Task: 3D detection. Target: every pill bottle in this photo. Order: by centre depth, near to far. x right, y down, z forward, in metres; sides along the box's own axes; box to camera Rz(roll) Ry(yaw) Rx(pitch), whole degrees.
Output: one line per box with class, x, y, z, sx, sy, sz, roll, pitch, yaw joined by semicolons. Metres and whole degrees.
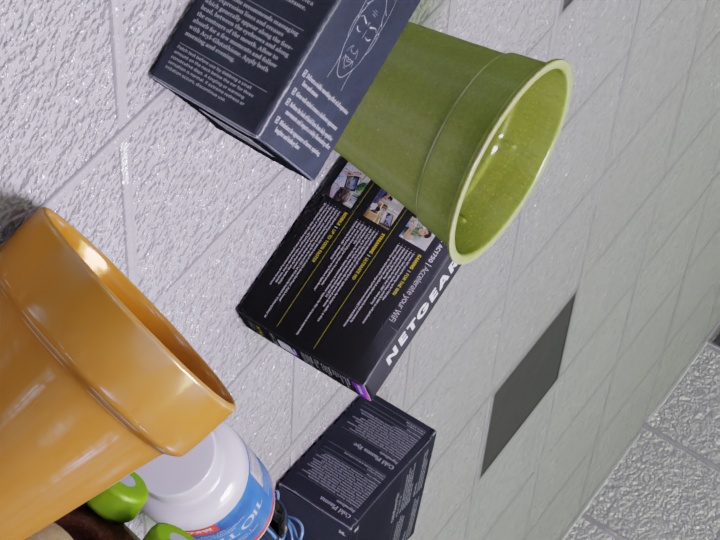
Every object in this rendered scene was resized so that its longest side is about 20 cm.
pill bottle;-0.151;0.192;1.917;0.112;0.112;0.200;-56;161;-10

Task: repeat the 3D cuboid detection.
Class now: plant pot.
plant pot;-0.222;0.089;1.482;0.183;0.200;0.200;-44;161;-1
plant pot;0.057;-0.138;1.837;0.200;0.190;0.200;-50;160;-26

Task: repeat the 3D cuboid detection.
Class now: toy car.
toy car;-0.259;0.259;1.704;0.164;0.158;0.200;-54;152;16

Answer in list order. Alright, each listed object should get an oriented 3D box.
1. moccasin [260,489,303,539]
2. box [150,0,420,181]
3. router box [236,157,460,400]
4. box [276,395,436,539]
moccasin;-0.101;0.275;2.215;0.068;0.080;0.200;-49;163;2
box;-0.048;-0.192;1.612;0.200;0.107;0.148;-59;161;-2
router box;0.000;0.000;1.962;0.200;0.149;0.051;-56;160;-12
box;-0.014;0.277;2.414;0.182;0.104;0.200;-45;157;-40
